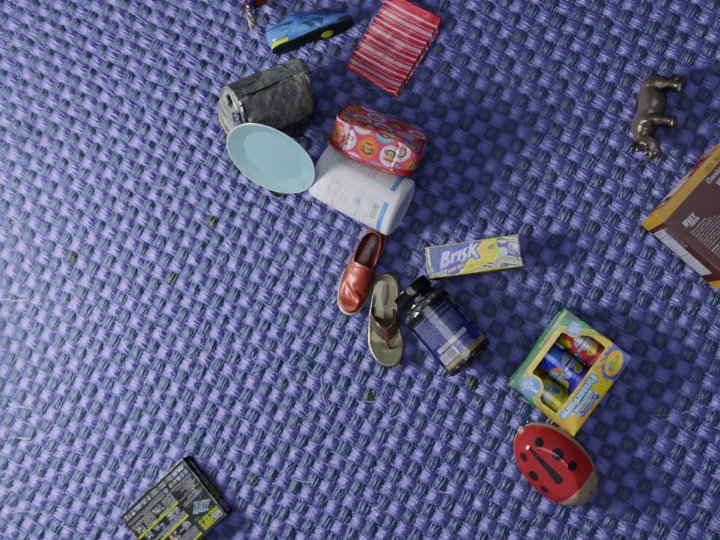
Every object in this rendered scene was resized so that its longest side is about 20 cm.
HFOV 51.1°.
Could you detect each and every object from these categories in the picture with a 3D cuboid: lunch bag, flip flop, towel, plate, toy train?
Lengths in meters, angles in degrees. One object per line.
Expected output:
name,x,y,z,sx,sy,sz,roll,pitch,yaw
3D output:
lunch bag,0.042,-0.284,1.598,0.198,0.176,0.082,23,120,2
flip flop,0.054,0.106,1.618,0.080,0.058,0.202,1,86,9
lunch bag,-0.201,-0.357,1.608,0.199,0.168,0.140,-28,76,-20
towel,0.075,-0.505,1.680,0.144,0.022,0.201,32,91,11
plate,-0.183,-0.236,1.564,0.198,0.201,0.026,16,58,10
toy train,-0.210,-0.627,1.711,0.114,0.085,0.202,-12,84,-5

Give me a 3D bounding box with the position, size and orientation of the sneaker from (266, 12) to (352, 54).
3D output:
sneaker,-0.118,-0.554,1.693,0.198,0.066,0.079,-16,80,8

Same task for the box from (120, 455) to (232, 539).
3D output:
box,-0.408,0.538,1.668,0.200,0.044,0.160,-43,81,4

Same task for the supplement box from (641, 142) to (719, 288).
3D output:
supplement box,0.710,-0.107,1.491,0.200,0.133,0.197,43,93,9

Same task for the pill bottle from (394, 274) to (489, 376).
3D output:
pill bottle,0.166,0.112,1.573,0.112,0.112,0.200,-41,81,4

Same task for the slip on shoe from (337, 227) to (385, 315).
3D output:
slip on shoe,0.000,0.000,1.634,0.073,0.061,0.202,22,91,8

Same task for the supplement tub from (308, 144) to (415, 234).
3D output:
supplement tub,0.005,-0.175,1.611,0.199,0.132,0.133,29,91,10

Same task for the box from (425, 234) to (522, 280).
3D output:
box,0.239,-0.027,1.596,0.198,0.064,0.071,-8,84,9

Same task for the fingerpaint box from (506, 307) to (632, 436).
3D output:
fingerpaint box,0.424,0.205,1.543,0.166,0.073,0.201,37,92,9

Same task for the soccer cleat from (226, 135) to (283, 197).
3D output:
soccer cleat,-0.233,-0.241,1.693,0.081,0.067,0.201,-32,75,15

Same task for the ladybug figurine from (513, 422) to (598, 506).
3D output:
ladybug figurine,0.390,0.395,1.524,0.200,0.072,0.136,43,109,10

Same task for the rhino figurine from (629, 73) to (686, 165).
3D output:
rhino figurine,0.607,-0.314,1.559,0.087,0.060,0.202,13,89,29
